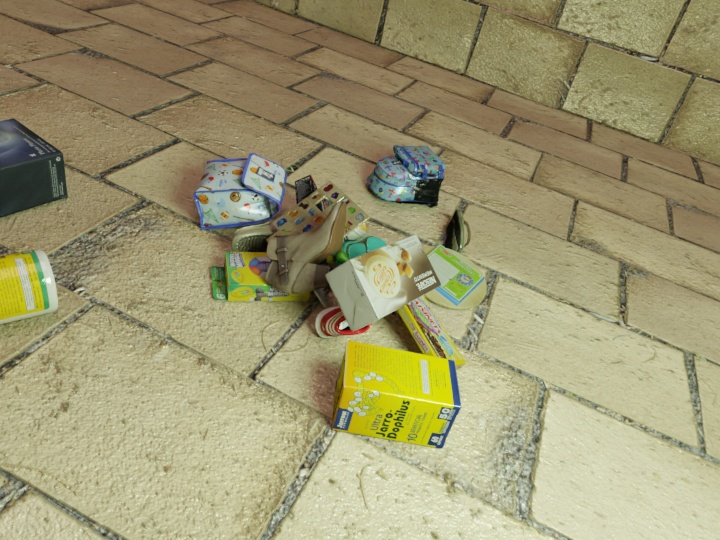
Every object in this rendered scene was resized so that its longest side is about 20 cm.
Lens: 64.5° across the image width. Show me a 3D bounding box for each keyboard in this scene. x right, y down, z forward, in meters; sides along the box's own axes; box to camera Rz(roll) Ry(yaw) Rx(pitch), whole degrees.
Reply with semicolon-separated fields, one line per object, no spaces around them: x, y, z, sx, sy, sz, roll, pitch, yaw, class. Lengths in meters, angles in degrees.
-0.109;-0.001;1.259;0.011;0.056;0.201;-30;41;7;keyboard

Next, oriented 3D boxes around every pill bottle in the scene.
-0.626;0.038;0.952;0.198;0.114;0.113;-16;45;-36;pill bottle

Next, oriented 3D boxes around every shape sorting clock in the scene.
0.207;0.016;1.363;0.196;0.040;0.202;8;47;-9;shape sorting clock

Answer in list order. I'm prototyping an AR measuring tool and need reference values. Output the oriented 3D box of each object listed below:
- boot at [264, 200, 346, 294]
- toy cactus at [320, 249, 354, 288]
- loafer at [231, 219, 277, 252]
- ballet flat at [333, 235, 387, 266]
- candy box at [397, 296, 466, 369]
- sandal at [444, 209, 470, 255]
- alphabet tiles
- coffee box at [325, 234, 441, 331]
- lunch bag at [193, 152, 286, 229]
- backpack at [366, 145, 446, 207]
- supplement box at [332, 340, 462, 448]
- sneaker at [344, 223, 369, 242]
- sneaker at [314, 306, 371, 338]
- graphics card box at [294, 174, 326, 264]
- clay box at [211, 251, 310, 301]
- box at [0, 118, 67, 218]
-0.114;-0.050;1.145;0.144;0.070;0.203;7;72;19;boot
0.000;0.000;1.163;0.196;0.104;0.165;-1;22;-5;toy cactus
-0.215;-0.075;1.304;0.198;0.077;0.068;-8;38;-44;loafer
-0.006;-0.045;1.335;0.069;0.069;0.199;-3;4;31;ballet flat
0.130;0.110;1.145;0.102;0.026;0.201;7;46;-53;candy box
0.267;-0.098;1.517;0.057;0.080;0.202;27;34;-7;sandal
-0.101;-0.097;1.226;0.199;0.008;0.167;-37;51;-9;alphabet tiles
0.046;0.019;1.054;0.199;0.079;0.116;-21;84;-46;coffee box
-0.279;-0.193;1.362;0.196;0.125;0.171;-2;38;1;lunch bag
0.124;-0.277;1.655;0.197;0.136;0.184;-3;38;-19;backpack
0.059;0.212;0.977;0.197;0.110;0.110;11;35;-5;supplement box
-0.032;-0.109;1.396;0.076;0.087;0.200;55;5;-5;sneaker
0.018;0.086;1.124;0.198;0.079;0.115;-28;15;-30;sneaker
-0.109;-0.124;1.359;0.050;0.126;0.201;-20;39;5;graphics card box
-0.211;0.011;1.204;0.197;0.048;0.116;2;37;-20;clay box
-0.789;-0.222;1.240;0.198;0.125;0.198;31;39;21;box
